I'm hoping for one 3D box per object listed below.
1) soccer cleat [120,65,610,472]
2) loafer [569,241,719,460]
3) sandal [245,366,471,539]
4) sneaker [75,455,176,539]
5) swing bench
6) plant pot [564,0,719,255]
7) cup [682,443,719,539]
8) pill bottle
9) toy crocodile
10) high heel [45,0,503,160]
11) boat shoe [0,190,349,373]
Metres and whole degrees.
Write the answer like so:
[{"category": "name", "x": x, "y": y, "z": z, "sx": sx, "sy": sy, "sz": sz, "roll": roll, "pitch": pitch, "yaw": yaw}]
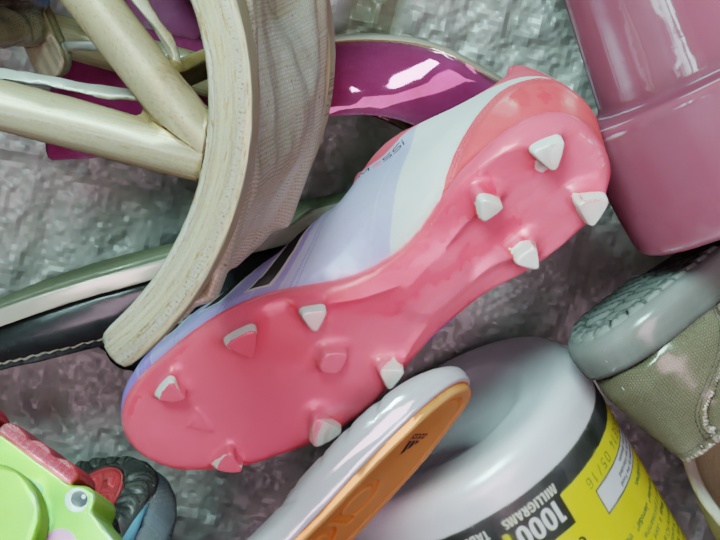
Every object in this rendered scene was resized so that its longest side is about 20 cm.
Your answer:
[{"category": "soccer cleat", "x": 0.000, "y": 0.000, "z": 0.906, "sx": 0.199, "sy": 0.077, "sz": 0.067, "roll": -35, "pitch": 119, "yaw": 7}, {"category": "loafer", "x": 0.163, "y": 0.009, "z": 0.977, "sx": 0.199, "sy": 0.075, "sz": 0.070, "roll": -31, "pitch": 95, "yaw": -31}, {"category": "sandal", "x": -0.022, "y": 0.124, "z": 0.903, "sx": 0.059, "sy": 0.079, "sz": 0.207, "roll": 46, "pitch": 104, "yaw": 18}, {"category": "sneaker", "x": -0.107, "y": 0.164, "z": 0.988, "sx": 0.095, "sy": 0.079, "sz": 0.201, "roll": 15, "pitch": 106, "yaw": -32}, {"category": "swing bench", "x": -0.097, "y": -0.088, "z": 0.809, "sx": 0.199, "sy": 0.199, "sz": 0.130, "roll": 33, "pitch": 100, "yaw": 0}, {"category": "plant pot", "x": 0.147, "y": -0.129, "z": 0.924, "sx": 0.199, "sy": 0.200, "sz": 0.180, "roll": -30, "pitch": 94, "yaw": -6}, {"category": "cup", "x": 0.235, "y": 0.098, "z": 1.012, "sx": 0.199, "sy": 0.201, "sz": 0.144, "roll": -25, "pitch": 131, "yaw": -8}, {"category": "pill bottle", "x": 0.082, "y": 0.136, "z": 1.002, "sx": 0.112, "sy": 0.112, "sz": 0.201, "roll": -34, "pitch": 110, "yaw": -5}, {"category": "toy crocodile", "x": -0.148, "y": 0.065, "z": 0.911, "sx": 0.199, "sy": 0.068, "sz": 0.062, "roll": 31, "pitch": 82, "yaw": 17}, {"category": "high heel", "x": -0.015, "y": -0.050, "z": 0.947, "sx": 0.199, "sy": 0.067, "sz": 0.097, "roll": 24, "pitch": 87, "yaw": -15}, {"category": "boat shoe", "x": -0.058, "y": 0.020, "z": 0.955, "sx": 0.198, "sy": 0.074, "sz": 0.067, "roll": -17, "pitch": 96, "yaw": -21}]
